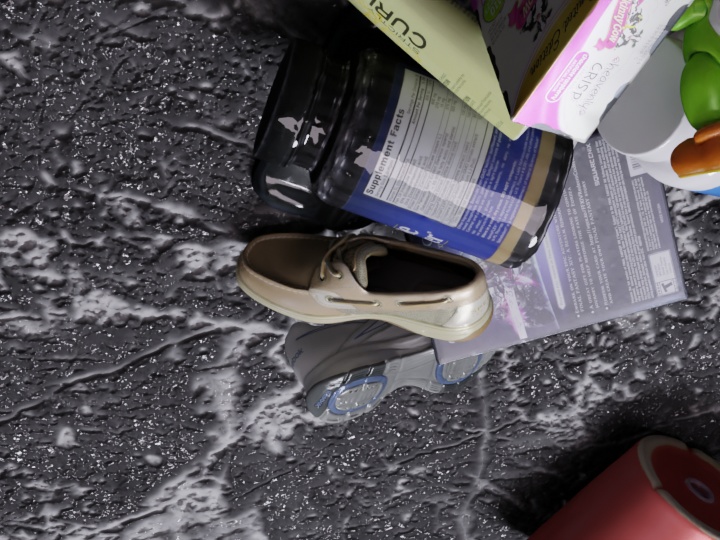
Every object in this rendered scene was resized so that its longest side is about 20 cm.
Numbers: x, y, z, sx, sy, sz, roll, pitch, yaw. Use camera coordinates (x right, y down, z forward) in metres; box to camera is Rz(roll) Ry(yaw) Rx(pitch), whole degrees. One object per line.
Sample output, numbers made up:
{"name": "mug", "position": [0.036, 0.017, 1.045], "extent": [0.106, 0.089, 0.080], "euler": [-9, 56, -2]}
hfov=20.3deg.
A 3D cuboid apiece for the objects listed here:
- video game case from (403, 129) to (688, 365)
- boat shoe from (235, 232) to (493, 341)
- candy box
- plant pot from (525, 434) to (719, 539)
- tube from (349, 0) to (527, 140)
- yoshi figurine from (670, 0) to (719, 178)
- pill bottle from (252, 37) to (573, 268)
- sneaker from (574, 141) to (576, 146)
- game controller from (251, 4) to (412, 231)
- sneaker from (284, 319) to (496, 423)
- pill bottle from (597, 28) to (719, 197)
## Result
{"name": "video game case", "position": [0.137, -0.022, 1.520], "extent": [0.199, 0.019, 0.144], "euler": [-15, 104, 1]}
{"name": "boat shoe", "position": [0.000, 0.000, 1.478], "extent": [0.199, 0.072, 0.065], "euler": [12, 148, 17]}
{"name": "candy box", "position": [0.127, -0.199, 1.251], "extent": [0.061, 0.201, 0.137], "euler": [13, 130, -28]}
{"name": "plant pot", "position": [0.256, 0.257, 1.792], "extent": [0.200, 0.201, 0.178], "euler": [19, 118, -31]}
{"name": "tube", "position": [0.036, -0.162, 1.295], "extent": [0.200, 0.052, 0.058], "euler": [38, 129, -2]}
{"name": "yoshi figurine", "position": [0.214, -0.163, 1.267], "extent": [0.111, 0.201, 0.112], "euler": [-12, -177, 20]}
{"name": "pill bottle", "position": [0.034, -0.084, 1.354], "extent": [0.199, 0.112, 0.112], "euler": [19, 130, -8]}
{"name": "sneaker", "position": [0.164, -0.139, 1.417], "extent": [0.088, 0.074, 0.201], "euler": [-5, 137, -7]}
{"name": "game controller", "position": [0.000, -0.109, 1.437], "extent": [0.104, 0.042, 0.200], "euler": [22, 127, -15]}
{"name": "sneaker", "position": [0.031, 0.053, 1.586], "extent": [0.199, 0.087, 0.075], "euler": [-10, 139, -33]}
{"name": "pill bottle", "position": [0.252, -0.107, 1.388], "extent": [0.199, 0.113, 0.112], "euler": [9, 135, -44]}
